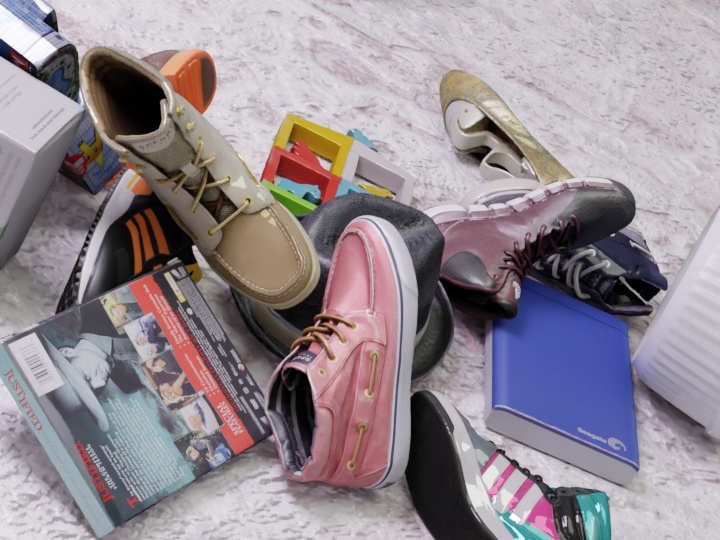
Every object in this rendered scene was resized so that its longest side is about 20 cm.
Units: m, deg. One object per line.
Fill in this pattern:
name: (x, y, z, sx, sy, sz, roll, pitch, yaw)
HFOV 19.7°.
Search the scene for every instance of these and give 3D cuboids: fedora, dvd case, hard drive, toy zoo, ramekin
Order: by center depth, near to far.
dvd case: (-0.149, 0.082, 1.416, 0.146, 0.022, 0.200, 58, 34, 3)
fedora: (0.000, 0.000, 1.615, 0.201, 0.092, 0.201, 18, 42, -17)
hard drive: (0.165, 0.083, 1.721, 0.132, 0.025, 0.200, 24, 32, -12)
ramekin: (0.312, 0.035, 1.753, 0.105, 0.200, 0.200, 30, 31, 6)
toy zoo: (-0.021, -0.068, 1.784, 0.131, 0.020, 0.200, 26, 32, -8)

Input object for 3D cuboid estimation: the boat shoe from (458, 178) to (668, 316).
boat shoe: (0.184, -0.018, 1.831, 0.200, 0.075, 0.093, 12, 30, -28)

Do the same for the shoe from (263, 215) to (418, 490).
shoe: (-0.015, 0.056, 1.484, 0.091, 0.071, 0.200, 8, 78, -42)

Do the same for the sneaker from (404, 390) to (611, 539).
sneaker: (0.117, 0.167, 1.504, 0.121, 0.084, 0.200, -3, 52, -35)

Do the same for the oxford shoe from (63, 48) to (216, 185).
oxford shoe: (-0.197, -0.123, 1.692, 0.073, 0.071, 0.200, 8, 29, 28)

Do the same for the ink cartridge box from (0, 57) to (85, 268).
ink cartridge box: (-0.317, -0.097, 1.455, 0.200, 0.145, 0.088, 33, 33, 1)

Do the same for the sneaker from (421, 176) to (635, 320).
sneaker: (0.142, -0.007, 1.736, 0.200, 0.076, 0.116, -12, 44, 1)

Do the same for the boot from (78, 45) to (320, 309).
boot: (-0.117, -0.065, 1.477, 0.200, 0.072, 0.155, 50, 0, 23)

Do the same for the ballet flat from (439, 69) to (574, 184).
ballet flat: (0.125, -0.115, 1.937, 0.071, 0.071, 0.200, -11, 51, -48)

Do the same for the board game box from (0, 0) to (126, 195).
board game box: (-0.256, -0.155, 1.550, 0.200, 0.200, 0.062, 37, 70, 7)

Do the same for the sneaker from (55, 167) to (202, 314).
sneaker: (-0.161, -0.005, 1.529, 0.090, 0.070, 0.200, 23, 30, -6)
